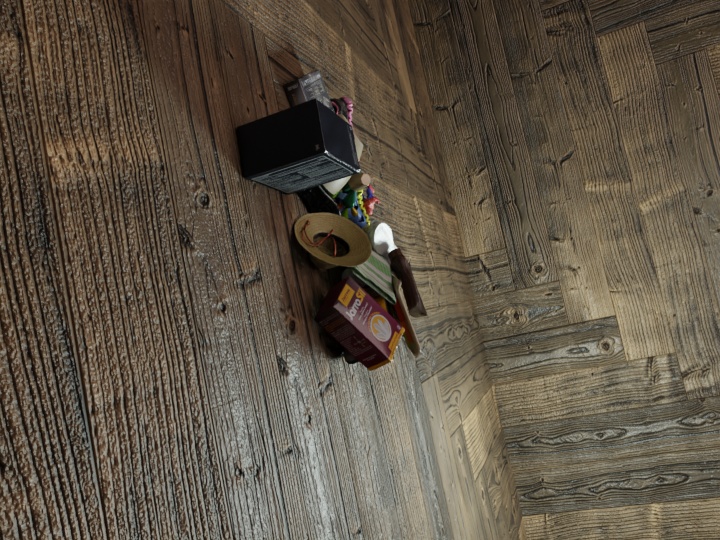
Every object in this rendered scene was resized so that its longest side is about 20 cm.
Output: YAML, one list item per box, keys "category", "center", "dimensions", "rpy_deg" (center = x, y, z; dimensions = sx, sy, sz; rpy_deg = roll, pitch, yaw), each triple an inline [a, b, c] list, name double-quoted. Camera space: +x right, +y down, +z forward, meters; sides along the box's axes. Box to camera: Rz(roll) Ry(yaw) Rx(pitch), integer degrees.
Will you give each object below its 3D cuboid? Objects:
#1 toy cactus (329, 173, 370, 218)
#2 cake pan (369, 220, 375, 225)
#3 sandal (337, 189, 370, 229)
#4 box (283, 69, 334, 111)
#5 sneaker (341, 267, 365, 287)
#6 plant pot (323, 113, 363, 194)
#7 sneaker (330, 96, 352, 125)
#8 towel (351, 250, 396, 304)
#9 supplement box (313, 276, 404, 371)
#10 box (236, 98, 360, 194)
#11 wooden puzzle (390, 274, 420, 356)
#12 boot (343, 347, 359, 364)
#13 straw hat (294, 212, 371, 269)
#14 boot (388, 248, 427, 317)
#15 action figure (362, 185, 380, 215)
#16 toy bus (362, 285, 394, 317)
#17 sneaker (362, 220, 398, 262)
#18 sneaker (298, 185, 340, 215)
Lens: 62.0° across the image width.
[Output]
- category: "toy cactus"
  center: [-0.022, -0.227, 1.613]
  dimensions: [0.101, 0.164, 0.203]
  rpy_deg: [17, 81, -30]
- category: "cake pan"
  center: [0.053, -0.059, 1.925]
  dimensions: [0.200, 0.036, 0.204]
  rpy_deg: [-14, 90, -71]
- category: "sandal"
  center: [-0.030, -0.176, 1.745]
  dimensions: [0.086, 0.079, 0.203]
  rpy_deg: [-31, 119, -31]
- category: "box"
  center: [-0.133, -0.459, 1.659]
  dimensions: [0.201, 0.048, 0.160]
  rpy_deg: [-63, 137, -61]
- category: "sneaker"
  center: [0.000, 0.000, 1.680]
  dimensions: [0.114, 0.074, 0.203]
  rpy_deg: [39, 39, -56]
- category: "plant pot"
  center: [-0.071, -0.313, 1.509]
  dimensions: [0.201, 0.134, 0.201]
  rpy_deg: [54, 10, -13]
- category: "sneaker"
  center: [-0.063, -0.434, 1.831]
  dimensions: [0.095, 0.078, 0.204]
  rpy_deg: [-7, 83, -48]
- category: "towel"
  center: [0.030, -0.008, 1.562]
  dimensions: [0.152, 0.023, 0.201]
  rpy_deg: [39, 19, -19]
- category: "supplement box"
  center: [-0.001, 0.129, 1.444]
  dimensions: [0.200, 0.085, 0.111]
  rpy_deg: [44, 45, -15]
- category: "box"
  center: [-0.131, -0.264, 1.310]
  dimensions: [0.198, 0.197, 0.125]
  rpy_deg: [7, 71, -69]
- category: "wooden puzzle"
  center: [0.110, 0.120, 1.635]
  dimensions: [0.185, 0.037, 0.203]
  rpy_deg: [-129, -157, -82]
- category: "boot"
  center: [-0.037, 0.132, 1.526]
  dimensions: [0.201, 0.069, 0.133]
  rpy_deg: [-95, 159, -55]
- category: "straw hat"
  center: [-0.079, -0.050, 1.465]
  dimensions: [0.202, 0.198, 0.086]
  rpy_deg: [-77, -168, -51]
- category: "boot"
  center: [0.140, 0.059, 1.693]
  dimensions: [0.202, 0.063, 0.187]
  rpy_deg: [68, 7, 25]
- category: "action figure"
  center: [0.023, -0.212, 1.846]
  dimensions: [0.052, 0.065, 0.201]
  rpy_deg: [58, 12, -19]
- category: "toy bus"
  center: [0.053, 0.126, 1.612]
  dimensions: [0.079, 0.064, 0.202]
  rpy_deg: [-87, 163, -50]
- category: "sneaker"
  center: [0.036, -0.096, 1.697]
  dimensions: [0.115, 0.074, 0.201]
  rpy_deg: [36, -12, 28]
- category: "sneaker"
  center: [-0.104, -0.199, 1.536]
  dimensions: [0.088, 0.075, 0.201]
  rpy_deg: [-91, 158, -47]
